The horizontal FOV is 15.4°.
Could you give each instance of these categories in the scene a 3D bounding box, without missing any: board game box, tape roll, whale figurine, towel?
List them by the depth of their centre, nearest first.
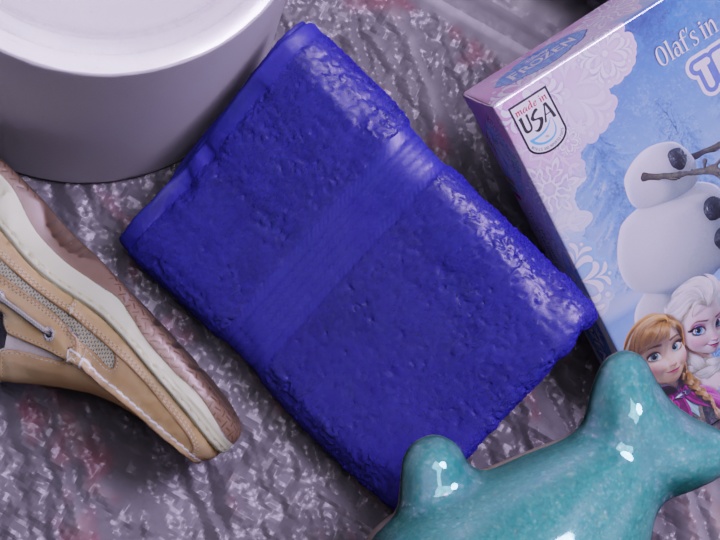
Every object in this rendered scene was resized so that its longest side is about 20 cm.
[{"bbox_3d":[0.083,0.132,1.197,0.159,0.104,0.200,44,88,-9],"label":"whale figurine"},{"bbox_3d":[0.000,0.000,1.257,0.200,0.050,0.148,45,112,8],"label":"towel"},{"bbox_3d":[-0.130,-0.159,1.267,0.202,0.139,0.203,3,71,-8],"label":"tape roll"},{"bbox_3d":[0.178,-0.049,1.270,0.200,0.043,0.199,-33,110,-11],"label":"board game box"}]

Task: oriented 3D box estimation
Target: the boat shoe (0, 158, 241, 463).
[{"bbox_3d":[-0.143,0.027,1.246,0.076,0.072,0.200,-44,76,-6],"label":"boat shoe"}]
